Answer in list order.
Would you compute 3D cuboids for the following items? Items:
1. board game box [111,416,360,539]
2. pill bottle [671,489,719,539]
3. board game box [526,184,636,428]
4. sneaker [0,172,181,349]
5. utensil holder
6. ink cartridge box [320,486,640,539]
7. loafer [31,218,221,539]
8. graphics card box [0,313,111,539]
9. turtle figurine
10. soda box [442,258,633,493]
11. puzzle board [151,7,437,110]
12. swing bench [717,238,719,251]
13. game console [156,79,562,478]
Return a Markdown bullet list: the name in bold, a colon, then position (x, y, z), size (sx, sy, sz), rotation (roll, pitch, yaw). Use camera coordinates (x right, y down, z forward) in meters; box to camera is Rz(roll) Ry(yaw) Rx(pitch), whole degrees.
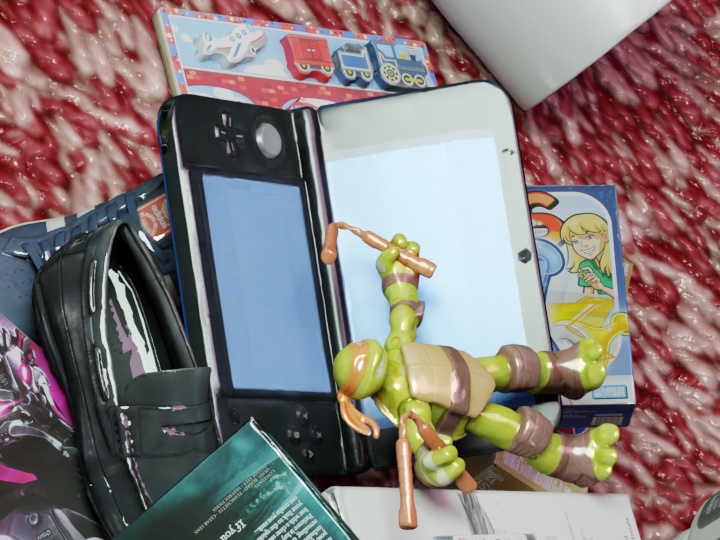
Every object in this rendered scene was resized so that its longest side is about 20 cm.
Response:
- **board game box**: position (-0.081, 0.184, 1.391), size (0.135, 0.200, 0.028), rotation (50, 1, 10)
- **pill bottle**: position (0.256, 0.156, 1.680), size (0.114, 0.200, 0.114), rotation (20, 51, -27)
- **board game box**: position (0.045, 0.020, 1.638), size (0.200, 0.034, 0.136), rotation (-1, 64, -4)
- **sneaker**: position (-0.124, -0.013, 1.562), size (0.200, 0.085, 0.075), rotation (-19, 75, -45)
- **utensil holder**: position (0.100, -0.222, 1.838), size (0.200, 0.170, 0.170), rotation (52, 43, -2)
- **ink cartridge box**: position (0.029, 0.173, 1.517), size (0.200, 0.146, 0.085), rotation (6, 60, -37)
- **loafer**: position (-0.103, 0.070, 1.461), size (0.068, 0.070, 0.201), rotation (-5, 65, -43)
- **graphics card box**: position (-0.192, 0.087, 1.463), size (0.200, 0.051, 0.126), rotation (43, 42, -9)
- **turtle figurine**: position (0.048, 0.068, 1.494), size (0.161, 0.064, 0.200), rotation (14, 39, -27)
- **soda box**: position (0.098, 0.066, 1.706), size (0.064, 0.068, 0.200), rotation (34, 45, -18)
- **puzzle board**: position (-0.020, -0.080, 1.747), size (0.200, 0.017, 0.151), rotation (4, 60, -38)
- **swing bench**: position (0.366, 0.036, 1.913), size (0.199, 0.130, 0.200), rotation (-9, 73, -44)
- **game console**: position (0.000, 0.000, 1.542), size (0.171, 0.118, 0.200), rotation (5, 72, -55)
